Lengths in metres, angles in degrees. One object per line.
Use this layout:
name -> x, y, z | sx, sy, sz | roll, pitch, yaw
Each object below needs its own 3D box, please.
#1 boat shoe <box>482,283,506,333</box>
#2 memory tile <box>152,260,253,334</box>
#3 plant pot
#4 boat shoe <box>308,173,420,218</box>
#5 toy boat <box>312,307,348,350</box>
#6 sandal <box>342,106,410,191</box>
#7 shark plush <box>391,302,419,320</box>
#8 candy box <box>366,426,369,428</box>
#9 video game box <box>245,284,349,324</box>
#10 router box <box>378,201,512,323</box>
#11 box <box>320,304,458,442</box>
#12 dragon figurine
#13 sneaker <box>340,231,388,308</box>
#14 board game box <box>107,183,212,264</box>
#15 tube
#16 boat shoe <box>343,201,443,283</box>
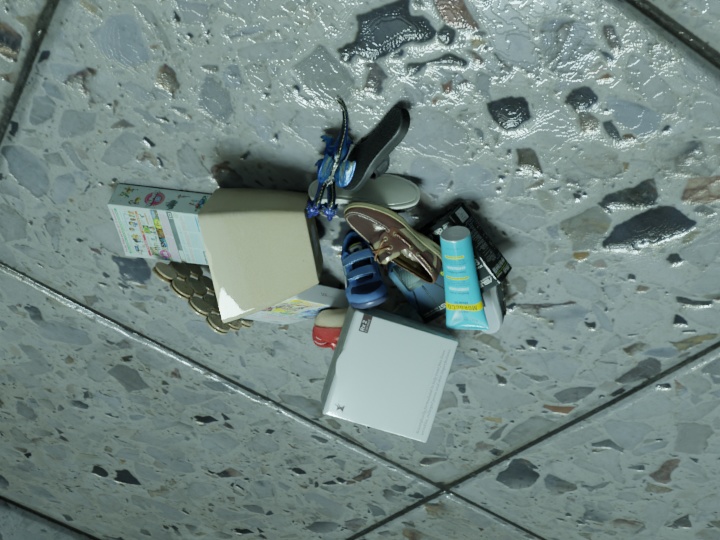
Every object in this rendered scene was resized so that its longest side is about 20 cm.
boat shoe -> 0.230, 0.021, 1.748 | 0.068, 0.057, 0.201 | 5, 122, 30
memory tile -> -0.310, 0.051, 1.866 | 0.200, 0.153, 0.017 | 43, 107, 11
plant pot -> -0.166, -0.044, 1.682 | 0.176, 0.200, 0.200 | -10, 107, 4
boat shoe -> 0.009, -0.122, 1.649 | 0.199, 0.074, 0.060 | 0, 145, 13
toy boat -> -0.027, 0.147, 1.879 | 0.130, 0.131, 0.200 | -6, 167, -5
sandal -> 0.031, -0.189, 1.567 | 0.048, 0.076, 0.200 | 16, 145, -28
shark plush -> 0.093, 0.114, 1.887 | 0.091, 0.083, 0.200 | 28, 139, -14
candy box -> 0.083, 0.223, 1.931 | 0.072, 0.168, 0.200 | 51, 150, 13
video game box -> -0.142, 0.065, 1.867 | 0.182, 0.047, 0.200 | -10, 167, 31
router box -> 0.149, -0.011, 1.698 | 0.200, 0.062, 0.150 | -33, 99, 42
box -> 0.049, 0.183, 1.728 | 0.199, 0.200, 0.131 | 17, -176, -6
dragon figurine -> -0.042, -0.176, 1.569 | 0.059, 0.100, 0.200 | 12, 129, -15
sneaker -> 0.000, 0.000, 1.712 | 0.074, 0.200, 0.082 | -14, 120, -4
board game box -> -0.370, -0.086, 1.828 | 0.199, 0.064, 0.148 | 7, 139, 10
tube -> 0.174, 0.020, 1.632 | 0.077, 0.050, 0.201 | 5, 126, 25
boat shoe -> 0.054, -0.043, 1.612 | 0.200, 0.072, 0.072 | 33, 144, -14
